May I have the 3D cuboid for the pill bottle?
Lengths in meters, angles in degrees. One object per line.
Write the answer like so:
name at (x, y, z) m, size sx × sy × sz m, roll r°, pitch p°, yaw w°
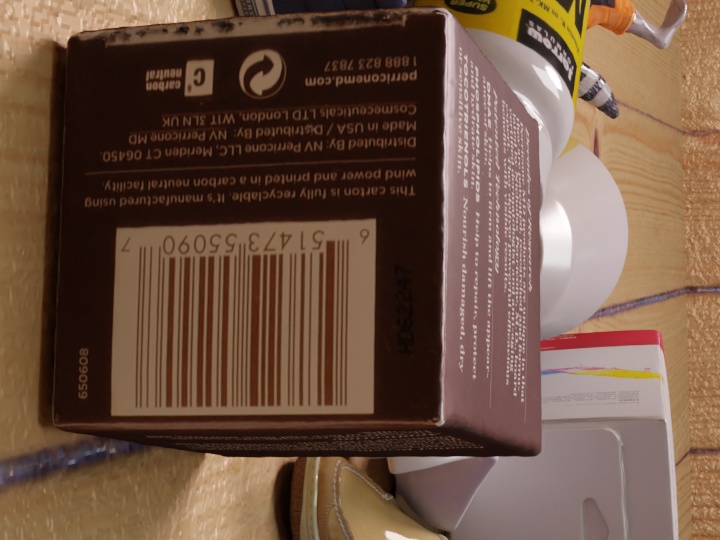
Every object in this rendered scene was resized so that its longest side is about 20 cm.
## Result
pill bottle at (0.064, -0.116, 1.050) m, size 0.114 × 0.114 × 0.200 m, roll 71°, pitch 23°, yaw -47°

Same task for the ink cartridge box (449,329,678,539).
ink cartridge box at (0.137, 0.138, 1.283) m, size 0.200 × 0.144 × 0.146 m, roll -61°, pitch 146°, yaw -75°

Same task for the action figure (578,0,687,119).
action figure at (0.120, -0.163, 1.225) m, size 0.193 × 0.200 × 0.105 m, roll 9°, pitch 90°, yaw -40°

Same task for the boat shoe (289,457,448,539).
boat shoe at (0.016, 0.161, 1.113) m, size 0.200 × 0.076 × 0.072 m, roll 62°, pitch 33°, yaw -57°

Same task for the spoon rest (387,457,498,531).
spoon rest at (0.046, 0.098, 1.092) m, size 0.200 × 0.060 × 0.100 m, roll 65°, pitch 21°, yaw -82°

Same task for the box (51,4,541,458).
box at (-0.018, -0.005, 0.837) m, size 0.200 × 0.166 × 0.165 m, roll 28°, pitch 61°, yaw -73°

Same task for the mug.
mug at (0.073, -0.025, 1.252) m, size 0.150 × 0.186 × 0.153 m, roll -68°, pitch 169°, yaw 11°

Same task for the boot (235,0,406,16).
boot at (-0.001, -0.193, 1.056) m, size 0.200 × 0.090 × 0.073 m, roll -73°, pitch 156°, yaw -48°

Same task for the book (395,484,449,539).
book at (0.051, 0.229, 1.306) m, size 0.134 × 0.048 × 0.200 m, roll 51°, pitch 38°, yaw -70°
